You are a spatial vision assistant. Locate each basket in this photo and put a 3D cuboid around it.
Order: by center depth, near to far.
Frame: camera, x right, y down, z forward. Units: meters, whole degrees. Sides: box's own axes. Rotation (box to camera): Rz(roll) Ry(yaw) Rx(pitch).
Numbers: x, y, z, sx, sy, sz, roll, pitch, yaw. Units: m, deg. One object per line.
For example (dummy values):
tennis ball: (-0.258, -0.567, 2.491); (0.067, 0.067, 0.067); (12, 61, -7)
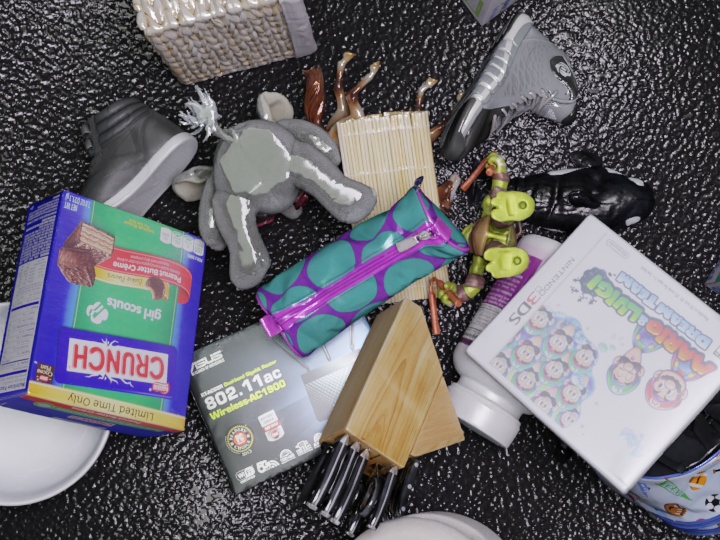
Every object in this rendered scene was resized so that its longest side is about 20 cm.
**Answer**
basket: (-0.147, -0.315, 1.183); (0.160, 0.200, 0.199); (-16, 84, 2)

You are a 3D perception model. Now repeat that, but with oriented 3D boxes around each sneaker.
sneaker: (0.168, -0.171, 1.216); (0.115, 0.075, 0.200); (33, 64, -6)
sneaker: (-0.270, -0.095, 1.220); (0.200, 0.071, 0.099); (-45, 72, 1)

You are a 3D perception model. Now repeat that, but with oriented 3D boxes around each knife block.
knife block: (0.001, 0.141, 1.102); (0.175, 0.064, 0.201); (-11, 78, -32)

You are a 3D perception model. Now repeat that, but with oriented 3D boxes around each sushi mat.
sushi mat: (0.036, -0.064, 1.217); (0.095, 0.012, 0.201); (-9, 102, 0)

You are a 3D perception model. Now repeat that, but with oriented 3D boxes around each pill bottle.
pill bottle: (0.163, 0.074, 1.184); (0.112, 0.112, 0.200); (31, 83, 2)

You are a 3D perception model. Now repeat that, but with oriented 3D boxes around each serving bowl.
serving bowl: (-0.343, 0.135, 1.185); (0.199, 0.066, 0.201); (0, 83, -1)

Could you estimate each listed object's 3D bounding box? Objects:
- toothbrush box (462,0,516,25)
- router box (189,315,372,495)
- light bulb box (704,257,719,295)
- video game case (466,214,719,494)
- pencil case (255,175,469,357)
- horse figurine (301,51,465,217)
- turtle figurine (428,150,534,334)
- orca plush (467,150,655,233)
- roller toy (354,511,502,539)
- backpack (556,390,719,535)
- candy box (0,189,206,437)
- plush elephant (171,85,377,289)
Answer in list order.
toothbrush box: (0.190, -0.365, 1.220); (0.200, 0.146, 0.086); (-35, 86, -6)
router box: (-0.068, 0.119, 1.196); (0.199, 0.062, 0.150); (-25, 83, -5)
light bulb box: (0.501, -0.017, 1.199); (0.200, 0.125, 0.199); (32, 84, 1)
video game case: (0.230, 0.074, 1.093); (0.200, 0.024, 0.182); (42, 87, 22)
pencil case: (0.000, 0.000, 1.115); (0.200, 0.092, 0.085); (-34, 91, 11)
horse figurine: (0.022, -0.149, 1.233); (0.199, 0.050, 0.133); (18, 96, -8)
turtle figurine: (0.127, -0.023, 1.158); (0.064, 0.161, 0.201); (21, 88, -8)
orca plush: (0.215, -0.087, 1.225); (0.199, 0.071, 0.106); (20, 83, 1)
roller toy: (0.060, 0.327, 1.117); (0.200, 0.140, 0.183); (-30, 74, 13)
backpack: (0.324, 0.168, 1.140); (0.200, 0.190, 0.154); (-45, 103, -6)
candy box: (-0.246, 0.046, 1.126); (0.169, 0.077, 0.201); (20, 67, -38)
plush elephant: (-0.102, -0.097, 1.187); (0.165, 0.155, 0.200); (-39, 93, 4)
